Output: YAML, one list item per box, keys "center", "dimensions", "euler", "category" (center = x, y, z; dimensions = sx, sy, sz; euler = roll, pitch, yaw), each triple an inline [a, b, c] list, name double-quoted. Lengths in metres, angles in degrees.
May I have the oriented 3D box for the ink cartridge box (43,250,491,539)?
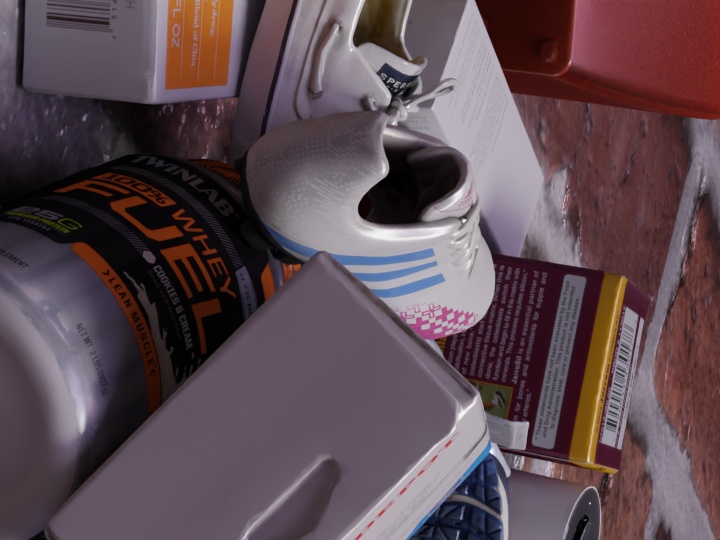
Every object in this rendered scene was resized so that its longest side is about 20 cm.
- center: [-0.025, 0.086, 0.663]
  dimensions: [0.146, 0.084, 0.200]
  euler: [-45, 167, -5]
  category: "ink cartridge box"

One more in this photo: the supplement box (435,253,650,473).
- center: [0.061, 0.047, 0.985]
  dimensions: [0.086, 0.199, 0.111]
  euler: [27, 74, -67]
  category: "supplement box"

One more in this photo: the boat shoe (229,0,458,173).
- center: [0.001, -0.092, 0.759]
  dimensions: [0.074, 0.086, 0.203]
  euler: [-19, 128, -62]
  category: "boat shoe"

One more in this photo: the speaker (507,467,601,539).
- center: [0.038, 0.145, 0.967]
  dimensions: [0.081, 0.199, 0.082]
  euler: [9, 90, -66]
  category: "speaker"

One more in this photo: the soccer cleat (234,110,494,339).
- center: [0.027, -0.017, 0.734]
  dimensions: [0.200, 0.086, 0.070]
  euler: [24, 54, -55]
  category: "soccer cleat"

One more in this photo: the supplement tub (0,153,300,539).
- center: [-0.111, 0.023, 0.685]
  dimensions: [0.200, 0.122, 0.124]
  euler: [-36, 130, -59]
  category: "supplement tub"

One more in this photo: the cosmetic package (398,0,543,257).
- center: [0.031, -0.080, 0.988]
  dimensions: [0.200, 0.112, 0.082]
  euler: [58, 46, -58]
  category: "cosmetic package"

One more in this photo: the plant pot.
- center: [0.126, -0.205, 1.079]
  dimensions: [0.176, 0.199, 0.202]
  euler: [-12, 110, -53]
  category: "plant pot"

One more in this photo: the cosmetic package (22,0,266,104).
- center: [-0.073, -0.135, 0.780]
  dimensions: [0.200, 0.071, 0.102]
  euler: [-20, 116, -64]
  category: "cosmetic package"

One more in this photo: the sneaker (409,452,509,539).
- center: [0.039, 0.180, 0.881]
  dimensions: [0.085, 0.077, 0.201]
  euler: [-25, 133, -64]
  category: "sneaker"

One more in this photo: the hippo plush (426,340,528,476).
- center: [0.000, 0.000, 0.870]
  dimensions: [0.159, 0.198, 0.162]
  euler: [97, 2, -70]
  category: "hippo plush"
